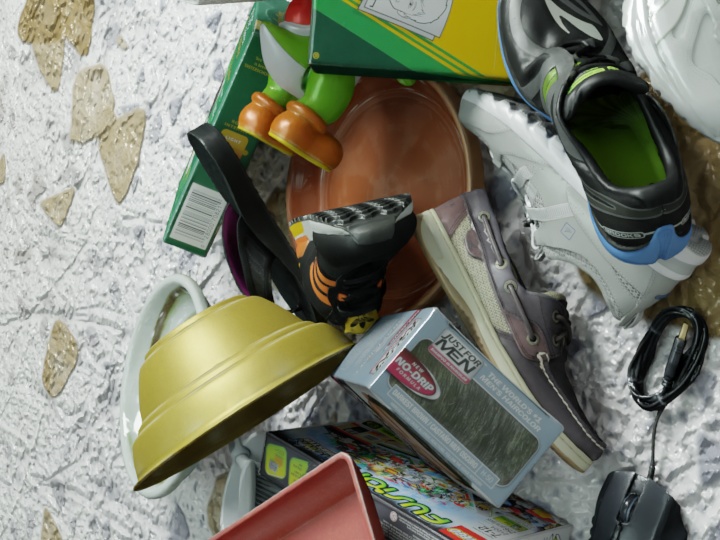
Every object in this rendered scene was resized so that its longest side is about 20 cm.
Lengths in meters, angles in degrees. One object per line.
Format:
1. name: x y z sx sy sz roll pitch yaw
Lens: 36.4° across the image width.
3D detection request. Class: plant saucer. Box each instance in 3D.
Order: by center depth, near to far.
1. plant saucer: -0.034 0.246 0.691 0.200 0.037 0.200 -39 56 35
2. plant saucer: 0.018 -0.059 0.836 0.200 0.032 0.201 -2 87 46
3. plant saucer: -0.160 0.105 0.987 0.200 0.050 0.201 -27 58 55

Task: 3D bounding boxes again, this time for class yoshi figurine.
1. yoshi figurine: -0.002 -0.171 0.793 0.112 0.112 0.200 25 91 3

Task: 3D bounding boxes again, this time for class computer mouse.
1. computer mouse: 0.174 0.119 0.671 0.059 0.034 0.201 15 100 46

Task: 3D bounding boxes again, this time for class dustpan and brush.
1. dustpan and brush: -0.090 0.173 0.922 0.140 0.057 0.200 -60 21 25

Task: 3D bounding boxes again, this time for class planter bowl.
1. planter bowl: -0.102 0.076 0.820 0.200 0.200 0.084 -39 80 39

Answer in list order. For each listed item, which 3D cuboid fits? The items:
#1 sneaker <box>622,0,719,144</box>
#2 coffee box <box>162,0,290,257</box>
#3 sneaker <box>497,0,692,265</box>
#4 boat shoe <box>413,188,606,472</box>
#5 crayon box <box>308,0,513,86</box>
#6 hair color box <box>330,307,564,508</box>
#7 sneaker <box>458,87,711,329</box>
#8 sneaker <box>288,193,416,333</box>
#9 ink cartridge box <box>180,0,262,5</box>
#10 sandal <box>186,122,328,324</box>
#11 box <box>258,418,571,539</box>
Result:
1. sneaker: 0.198 -0.170 0.622 0.099 0.078 0.201 -25 75 35
2. coffee box: -0.105 -0.122 0.915 0.123 0.044 0.200 -94 28 -62
3. sneaker: 0.135 -0.100 0.620 0.071 0.083 0.200 -19 60 -1
4. boat shoe: 0.106 0.034 0.714 0.065 0.072 0.200 -34 73 7
5. crayon box: 0.059 -0.224 0.705 0.172 0.058 0.201 4 94 2
6. hair color box: 0.044 0.080 0.683 0.099 0.200 0.061 42 82 -3
7. sneaker: 0.122 -0.046 0.696 0.200 0.075 0.082 49 121 34
8. sneaker: 0.000 0.000 0.747 0.200 0.070 0.090 -176 73 -78
9. ink cartridge box: -0.075 -0.266 0.755 0.084 0.200 0.146 23 115 20
10. sandal: -0.088 -0.020 0.862 0.201 0.048 0.075 60 166 -19
11. box: 0.033 0.159 0.762 0.200 0.110 0.035 21 105 44
